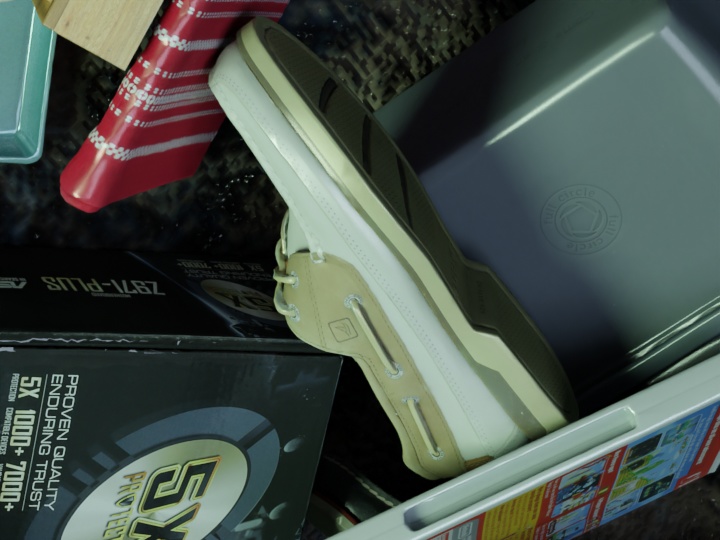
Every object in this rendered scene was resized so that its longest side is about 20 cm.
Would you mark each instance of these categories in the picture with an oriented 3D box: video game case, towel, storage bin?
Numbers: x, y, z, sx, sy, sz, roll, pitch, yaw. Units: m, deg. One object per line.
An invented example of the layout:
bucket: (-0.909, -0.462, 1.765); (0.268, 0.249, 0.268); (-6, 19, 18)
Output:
video game case: (0.060, 0.097, 0.929); (0.199, 0.018, 0.143); (-24, 162, -8)
towel: (-0.042, -0.113, 0.856); (0.022, 0.145, 0.201); (31, 101, 4)
storage bin: (0.096, -0.041, 0.946); (0.200, 0.146, 0.134); (-33, 117, 22)

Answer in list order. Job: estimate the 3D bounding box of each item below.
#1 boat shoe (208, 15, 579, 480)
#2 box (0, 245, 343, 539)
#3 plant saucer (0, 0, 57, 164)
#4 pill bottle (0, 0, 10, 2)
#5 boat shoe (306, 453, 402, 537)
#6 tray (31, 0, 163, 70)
boat shoe: (0.000, 0.000, 0.871); (0.068, 0.075, 0.200); (-32, 109, 17)
box: (-0.113, 0.099, 0.945); (0.163, 0.086, 0.201); (3, 113, -28)
plant saucer: (-0.210, -0.076, 0.853); (0.199, 0.019, 0.070); (-1, 114, -27)
pill bottle: (-0.183, -0.171, 0.759); (0.199, 0.113, 0.114); (19, 105, -32)
boat shoe: (0.052, 0.128, 1.050); (0.200, 0.071, 0.063); (35, 85, -30)
tray: (-0.053, -0.171, 0.820); (0.037, 0.099, 0.201); (27, 95, -14)
